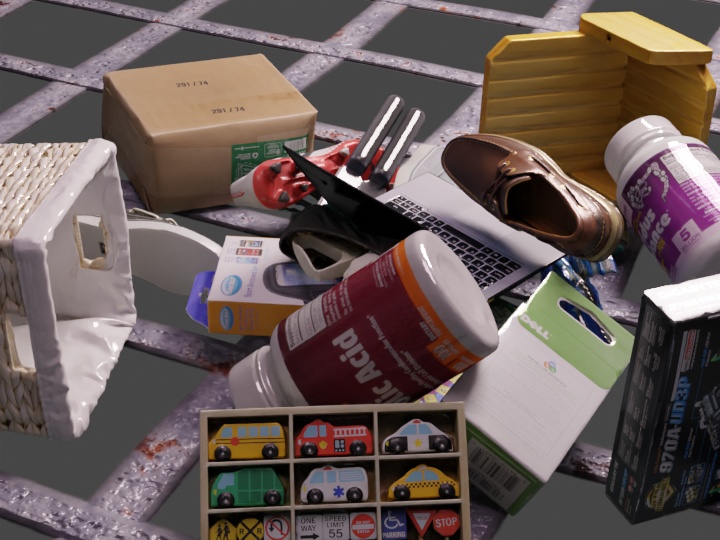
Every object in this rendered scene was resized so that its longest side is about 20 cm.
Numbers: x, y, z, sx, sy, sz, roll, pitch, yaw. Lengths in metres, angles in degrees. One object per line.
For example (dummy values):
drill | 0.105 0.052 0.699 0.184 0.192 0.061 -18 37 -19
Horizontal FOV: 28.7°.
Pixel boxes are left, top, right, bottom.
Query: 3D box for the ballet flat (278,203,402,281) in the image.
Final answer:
ballet flat | 0.000 0.000 1.226 0.068 0.068 0.200 -32 36 -28

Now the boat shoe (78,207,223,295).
boat shoe | -0.210 -0.030 1.404 0.200 0.071 0.064 13 33 21

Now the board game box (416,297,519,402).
board game box | 0.061 0.075 1.272 0.199 0.041 0.200 26 38 34

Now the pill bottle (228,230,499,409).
pill bottle | 0.000 0.066 1.126 0.200 0.114 0.114 -34 26 17

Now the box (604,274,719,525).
box | 0.282 0.095 1.098 0.159 0.200 0.046 -11 35 -21

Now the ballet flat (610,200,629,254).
ballet flat | 0.185 -0.057 1.455 0.200 0.071 0.071 5 28 -18

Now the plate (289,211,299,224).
plate | 0.025 -0.040 1.485 0.200 0.026 0.200 2 29 -1

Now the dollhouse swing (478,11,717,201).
dollhouse swing | 0.252 -0.159 1.532 0.176 0.200 0.182 -15 35 -29

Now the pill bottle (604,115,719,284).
pill bottle | 0.328 -0.064 1.424 0.112 0.112 0.200 -10 46 -20

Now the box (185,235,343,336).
box | -0.056 0.015 1.289 0.200 0.042 0.119 5 31 1

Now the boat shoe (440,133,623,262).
boat shoe | 0.146 -0.074 1.282 0.200 0.072 0.068 35 16 35

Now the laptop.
laptop | 0.063 -0.062 1.276 0.200 0.116 0.187 -28 45 -35

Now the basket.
basket | -0.300 0.012 1.205 0.161 0.198 0.200 2 30 7

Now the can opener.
can opener | 0.004 -0.096 1.448 0.053 0.067 0.200 31 50 -2

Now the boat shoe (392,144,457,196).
boat shoe | 0.078 -0.080 1.463 0.071 0.070 0.201 6 28 13

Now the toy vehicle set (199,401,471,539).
toy vehicle set | -0.019 0.164 1.047 0.200 0.124 0.027 -2 -13 -6

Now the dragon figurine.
dragon figurine | 0.205 0.009 1.340 0.059 0.100 0.200 -10 33 -21

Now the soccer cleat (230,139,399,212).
soccer cleat | -0.045 -0.096 1.491 0.200 0.069 0.085 -13 2 -39

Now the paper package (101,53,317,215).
paper package | -0.172 -0.156 1.593 0.200 0.104 0.191 -10 34 -22

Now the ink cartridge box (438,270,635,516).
ink cartridge box | 0.142 0.098 1.166 0.104 0.059 0.200 39 46 7
